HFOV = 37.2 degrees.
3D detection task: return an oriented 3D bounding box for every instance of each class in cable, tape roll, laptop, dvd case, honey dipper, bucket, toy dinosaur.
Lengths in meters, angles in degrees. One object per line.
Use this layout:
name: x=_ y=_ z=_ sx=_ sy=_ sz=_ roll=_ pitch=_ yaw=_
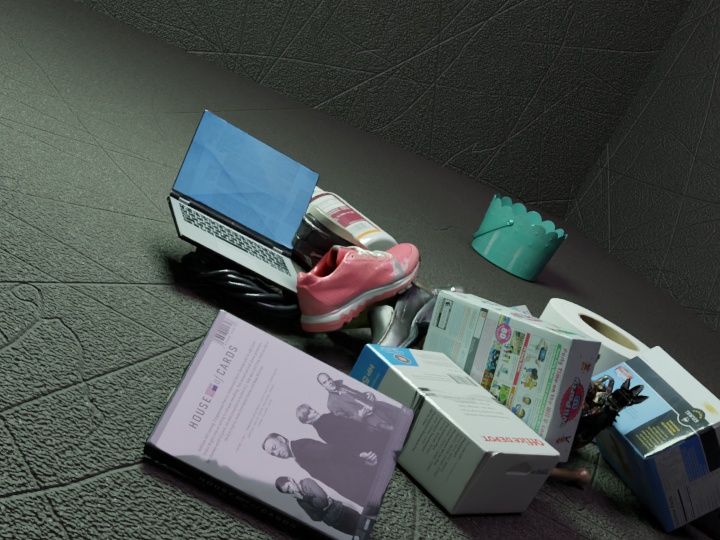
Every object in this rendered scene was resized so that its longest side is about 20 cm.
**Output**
cable: x=-0.138 y=0.018 z=1.358 sx=0.163 sy=0.051 sz=0.200 roll=39 pitch=13 yaw=19
tape roll: x=0.342 y=0.151 z=1.625 sx=0.202 sy=0.139 sz=0.203 roll=27 pitch=13 yaw=-7
laptop: x=-0.135 y=-0.085 z=1.361 sx=0.187 sy=0.116 sz=0.200 roll=28 pitch=14 yaw=-26
dvd case: x=-0.064 y=0.137 z=0.917 sx=0.200 sy=0.025 sz=0.150 roll=28 pitch=52 yaw=-4
honey dipper: x=0.220 y=0.242 z=1.278 sx=0.200 sy=0.038 sz=0.038 roll=21 pitch=15 yaw=-47
bucket: x=0.369 y=-0.076 z=2.523 sx=0.207 sy=0.135 sz=0.207 roll=28 pitch=13 yaw=-7
toy dinosaur: x=0.275 y=0.179 z=1.316 sx=0.102 sy=0.136 sz=0.200 roll=26 pitch=37 yaw=0

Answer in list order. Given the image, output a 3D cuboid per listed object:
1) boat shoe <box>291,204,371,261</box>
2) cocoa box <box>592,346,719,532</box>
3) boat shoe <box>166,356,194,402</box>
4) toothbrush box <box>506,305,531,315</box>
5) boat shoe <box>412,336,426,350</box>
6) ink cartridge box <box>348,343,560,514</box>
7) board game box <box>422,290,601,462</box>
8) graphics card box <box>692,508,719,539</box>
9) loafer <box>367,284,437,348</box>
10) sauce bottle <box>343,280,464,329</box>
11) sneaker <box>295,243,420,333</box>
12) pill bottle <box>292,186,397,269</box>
boat shoe: x=-0.029 y=-0.022 z=1.398 sx=0.073 sy=0.063 sz=0.200 roll=41 pitch=1 yaw=31
cocoa box: x=0.398 y=0.218 z=1.412 sx=0.200 sy=0.131 sz=0.134 roll=-123 pitch=-171 yaw=-63
boat shoe: x=-0.074 y=0.142 z=0.964 sx=0.201 sy=0.061 sz=0.072 roll=30 pitch=3 yaw=-2
toothbrush box: x=0.195 y=0.131 z=1.411 sx=0.147 sy=0.085 sz=0.200 roll=59 pitch=23 yaw=12
boat shoe: x=0.100 y=0.100 z=1.477 sx=0.071 sy=0.065 sz=0.200 roll=28 pitch=14 yaw=-1
ink cartridge box: x=0.094 y=0.171 z=1.162 sx=0.146 sy=0.084 sz=0.200 roll=13 pitch=21 yaw=-48
board game box: x=0.164 y=0.121 z=1.248 sx=0.064 sy=0.148 sz=0.200 roll=9 pitch=8 yaw=-46
graphics card box: x=0.526 y=0.348 z=1.464 sx=0.200 sy=0.051 sz=0.125 roll=33 pitch=14 yaw=21
loafer: x=0.034 y=0.078 z=1.329 sx=0.072 sy=0.073 sz=0.200 roll=40 pitch=35 yaw=6
sauce bottle: x=0.043 y=0.043 z=1.430 sx=0.200 sy=0.065 sz=0.065 roll=-2 pitch=25 yaw=-19
sneaker: x=0.000 y=0.000 z=1.331 sx=0.200 sy=0.087 sz=0.074 roll=-33 pitch=25 yaw=-35
pill bottle: x=-0.043 y=-0.049 z=1.632 sx=0.114 sy=0.114 sz=0.200 roll=13 pitch=20 yaw=-48
